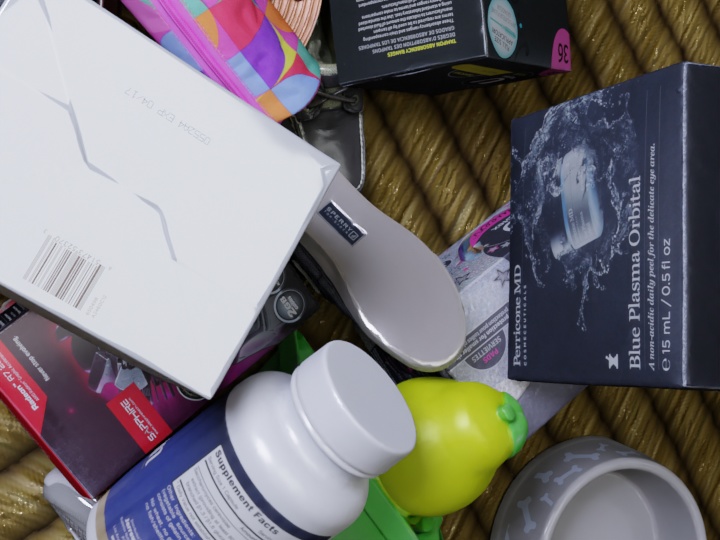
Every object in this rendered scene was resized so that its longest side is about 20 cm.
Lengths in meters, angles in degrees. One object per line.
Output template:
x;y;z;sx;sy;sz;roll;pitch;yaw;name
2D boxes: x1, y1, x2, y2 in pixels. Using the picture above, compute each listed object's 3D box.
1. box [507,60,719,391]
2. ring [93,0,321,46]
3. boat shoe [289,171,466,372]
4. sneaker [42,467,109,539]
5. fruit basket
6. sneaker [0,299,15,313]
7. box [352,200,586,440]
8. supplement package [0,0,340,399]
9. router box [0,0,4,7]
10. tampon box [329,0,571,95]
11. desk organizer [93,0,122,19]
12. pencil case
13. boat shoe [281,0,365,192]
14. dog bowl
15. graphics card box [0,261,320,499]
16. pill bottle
0.198;-0.018;0.788;0.117;0.200;0.197;4;85;-24;box
-0.126;-0.211;0.833;0.200;0.019;0.201;0;96;-3;ring
0.000;0.000;0.844;0.075;0.093;0.200;-35;73;-14;boat shoe
-0.164;0.225;0.814;0.082;0.075;0.200;-37;100;-13;sneaker
0.020;0.131;0.840;0.215;0.156;0.216;-1;104;-5;fruit basket
-0.187;0.011;0.803;0.105;0.075;0.200;17;87;-29;sneaker
0.120;0.035;0.924;0.200;0.115;0.132;-37;105;-21;box
-0.145;-0.044;0.668;0.200;0.111;0.156;32;79;-18;supplement package
-0.237;-0.239;0.713;0.049;0.200;0.180;7;87;-22;router box
0.064;-0.240;0.864;0.150;0.126;0.200;-9;94;-56;tampon box
-0.196;-0.222;0.778;0.072;0.077;0.200;3;95;-5;desk organizer
-0.107;-0.172;0.747;0.088;0.088;0.200;-54;129;-15;pencil case
-0.034;-0.147;0.880;0.072;0.066;0.201;-14;95;-24;boat shoe
0.209;0.243;0.995;0.200;0.059;0.200;1;89;-25;dog bowl
-0.139;0.036;0.762;0.200;0.051;0.126;-39;109;-17;graphics card box
-0.066;0.132;0.728;0.200;0.111;0.111;-39;109;20;pill bottle
